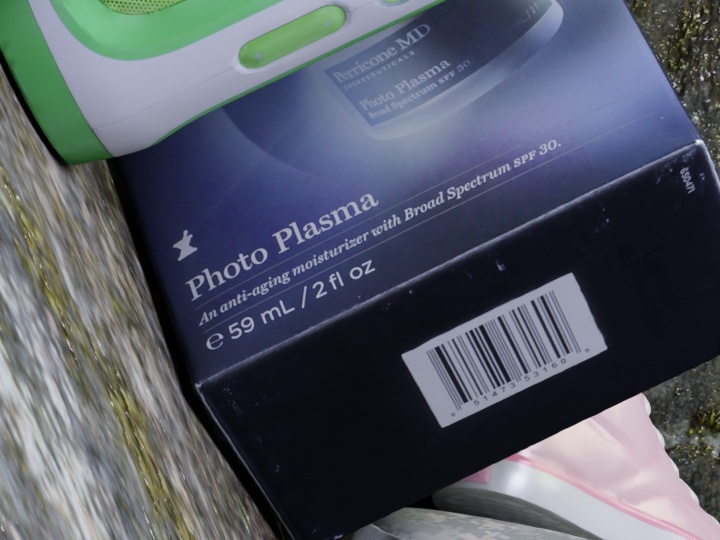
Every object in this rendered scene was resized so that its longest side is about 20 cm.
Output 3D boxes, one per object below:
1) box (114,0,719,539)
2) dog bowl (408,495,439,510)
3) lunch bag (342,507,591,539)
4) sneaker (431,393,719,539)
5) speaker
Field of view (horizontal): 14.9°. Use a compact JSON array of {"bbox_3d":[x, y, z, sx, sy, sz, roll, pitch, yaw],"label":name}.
[{"bbox_3d":[0.018,-0.037,1.038,0.123,0.199,0.199,61,4,-48],"label":"box"},{"bbox_3d":[0.033,0.082,1.299,0.200,0.078,0.201,-25,90,-86],"label":"dog bowl"},{"bbox_3d":[0.094,0.163,1.054,0.200,0.118,0.164,32,-10,-28],"label":"lunch bag"},{"bbox_3d":[0.110,0.081,1.177,0.200,0.075,0.105,32,58,-41],"label":"sneaker"},{"bbox_3d":[-0.022,-0.110,0.907,0.088,0.199,0.089,-25,90,-87],"label":"speaker"}]
